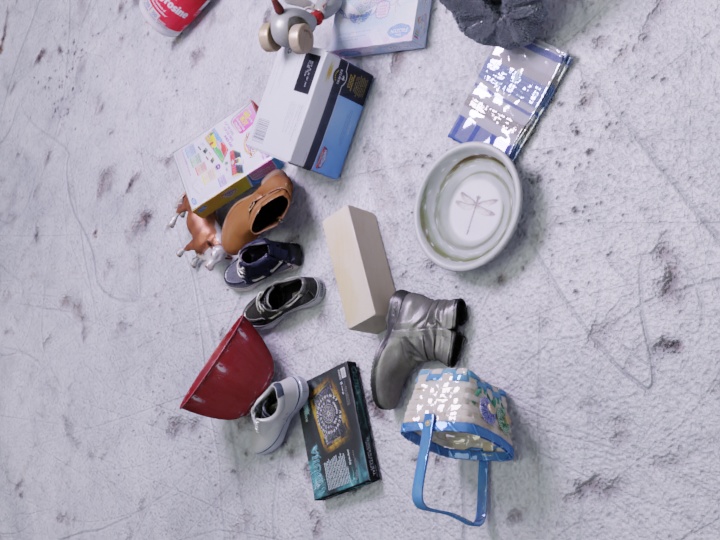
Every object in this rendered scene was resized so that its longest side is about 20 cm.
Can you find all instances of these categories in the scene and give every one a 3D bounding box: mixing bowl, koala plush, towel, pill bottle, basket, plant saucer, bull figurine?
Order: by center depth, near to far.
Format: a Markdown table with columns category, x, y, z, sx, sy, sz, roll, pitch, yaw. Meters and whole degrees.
| category | x | y | z | sx | sy | sz | roll | pitch | yaw |
| --- | --- | --- | --- | --- | --- | --- | --- | --- | --- |
| basket | 0.135 | 0.247 | 1.278 | 0.138 | 0.176 | 0.203 | -2 | 68 | 37 |
| koala plush | 0.220 | -0.461 | 1.377 | 0.175 | 0.184 | 0.202 | -13 | 41 | 33 |
| plant saucer | 0.173 | -0.095 | 1.399 | 0.198 | 0.050 | 0.203 | -11 | 73 | 40 |
| towel | 0.228 | -0.271 | 1.407 | 0.147 | 0.024 | 0.202 | 39 | 107 | 40 |
| mixing bowl | -0.224 | 0.191 | 1.618 | 0.201 | 0.108 | 0.200 | -54 | 7 | 10 |
| bull figurine | -0.321 | -0.078 | 1.816 | 0.121 | 0.065 | 0.203 | -29 | 62 | 32 |
| pill bottle | -0.377 | -0.608 | 1.945 | 0.199 | 0.111 | 0.113 | -37 | 59 | 30 |

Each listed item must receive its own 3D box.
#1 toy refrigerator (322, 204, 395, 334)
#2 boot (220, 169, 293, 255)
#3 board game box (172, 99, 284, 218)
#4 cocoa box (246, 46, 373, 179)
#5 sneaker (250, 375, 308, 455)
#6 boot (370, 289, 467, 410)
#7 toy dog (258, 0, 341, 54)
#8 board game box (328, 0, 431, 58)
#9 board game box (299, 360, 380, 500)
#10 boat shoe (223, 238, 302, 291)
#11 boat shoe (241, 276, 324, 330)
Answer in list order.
| category | x | y | z | sx | sy | sz | roll | pitch | yaw |
| --- | --- | --- | --- | --- | --- | --- | --- | --- | --- |
| toy refrigerator | 0.000 | 0.000 | 1.513 | 0.070 | 0.075 | 0.203 | -29 | 64 | 33 |
| boot | -0.190 | -0.088 | 1.661 | 0.200 | 0.077 | 0.156 | -45 | 21 | 12 |
| board game box | -0.261 | -0.217 | 1.770 | 0.198 | 0.040 | 0.154 | -30 | 61 | 12 |
| cocoa box | -0.089 | -0.285 | 1.613 | 0.133 | 0.130 | 0.203 | 25 | 97 | 41 |
| sneaker | -0.162 | 0.253 | 1.584 | 0.201 | 0.070 | 0.073 | -60 | 43 | 34 |
| boot | 0.093 | 0.133 | 1.415 | 0.129 | 0.067 | 0.203 | 13 | 91 | 36 |
| toy dog | -0.106 | -0.452 | 1.560 | 0.130 | 0.097 | 0.201 | -5 | 37 | 14 |
| board game box | 0.041 | -0.487 | 1.600 | 0.198 | 0.043 | 0.202 | 5 | 84 | 42 |
| board game box | -0.042 | 0.271 | 1.523 | 0.134 | 0.028 | 0.203 | -28 | 63 | 36 |
| boat shoe | -0.208 | -0.016 | 1.685 | 0.198 | 0.092 | 0.076 | -22 | 67 | 36 |
| boat shoe | -0.156 | 0.053 | 1.646 | 0.199 | 0.063 | 0.072 | -26 | 65 | 35 |
